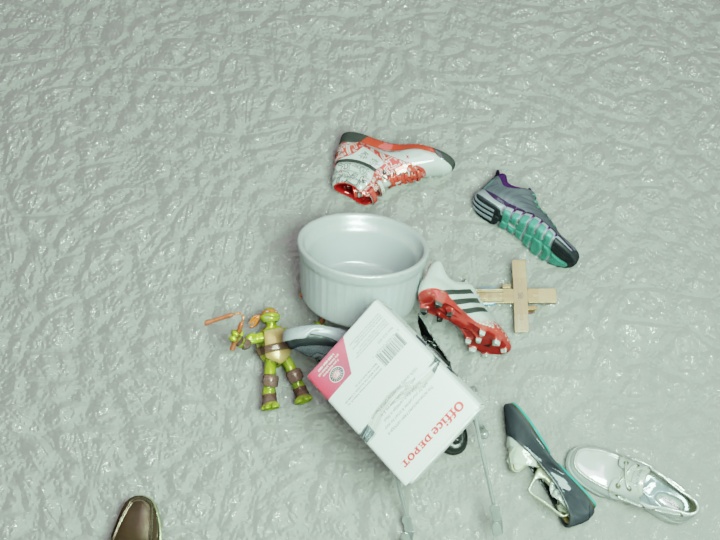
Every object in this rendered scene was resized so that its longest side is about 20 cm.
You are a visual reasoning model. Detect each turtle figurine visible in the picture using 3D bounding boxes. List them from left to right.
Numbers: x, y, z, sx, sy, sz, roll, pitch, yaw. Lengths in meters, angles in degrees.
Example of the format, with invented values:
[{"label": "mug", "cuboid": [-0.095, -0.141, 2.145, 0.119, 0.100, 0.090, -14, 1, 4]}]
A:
[{"label": "turtle figurine", "cuboid": [-0.135, 0.125, 1.292, 0.197, 0.064, 0.164, -5, 77, -30]}]

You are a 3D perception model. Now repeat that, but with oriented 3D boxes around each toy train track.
[{"label": "toy train track", "cuboid": [0.211, 0.044, 1.372, 0.196, 0.033, 0.117, 0, 76, 2]}]

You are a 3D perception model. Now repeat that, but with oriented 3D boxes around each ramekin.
[{"label": "ramekin", "cuboid": [0.000, 0.000, 1.291, 0.196, 0.099, 0.202, 5, 29, -3]}]

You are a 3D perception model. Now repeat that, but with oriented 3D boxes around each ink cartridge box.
[{"label": "ink cartridge box", "cuboid": [0.050, 0.164, 1.160, 0.145, 0.084, 0.200, -47, 73, 5]}]

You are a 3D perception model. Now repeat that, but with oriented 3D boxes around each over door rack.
[{"label": "over door rack", "cuboid": [0.114, 0.275, 1.224, 0.145, 0.067, 0.204, -11, 88, 14]}]

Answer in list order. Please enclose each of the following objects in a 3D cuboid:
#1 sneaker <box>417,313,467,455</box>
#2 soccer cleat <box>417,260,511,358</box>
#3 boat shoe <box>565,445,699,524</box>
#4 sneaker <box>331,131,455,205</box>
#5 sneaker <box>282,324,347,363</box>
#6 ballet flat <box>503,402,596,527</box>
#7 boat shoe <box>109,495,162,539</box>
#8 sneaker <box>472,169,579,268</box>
[{"label": "sneaker", "cuboid": [0.109, 0.171, 1.274, 0.059, 0.105, 0.203, -19, 72, -11]}, {"label": "soccer cleat", "cuboid": [0.164, 0.061, 1.301, 0.199, 0.068, 0.086, 34, 53, -29]}, {"label": "boat shoe", "cuboid": [0.401, 0.307, 1.261, 0.197, 0.069, 0.072, 21, 71, 5]}, {"label": "sneaker", "cuboid": [0.051, -0.154, 1.415, 0.197, 0.067, 0.110, 13, 70, 5]}, {"label": "sneaker", "cuboid": [-0.028, 0.151, 1.265, 0.197, 0.075, 0.116, 17, 71, -24]}, {"label": "ballet flat", "cuboid": [0.261, 0.290, 1.260, 0.073, 0.073, 0.201, -35, 77, -15]}, {"label": "boat shoe", "cuboid": [-0.316, 0.409, 1.170, 0.073, 0.075, 0.206, 6, 69, -2]}, {"label": "sneaker", "cuboid": [0.284, -0.090, 1.404, 0.199, 0.075, 0.088, 36, 66, 10]}]
